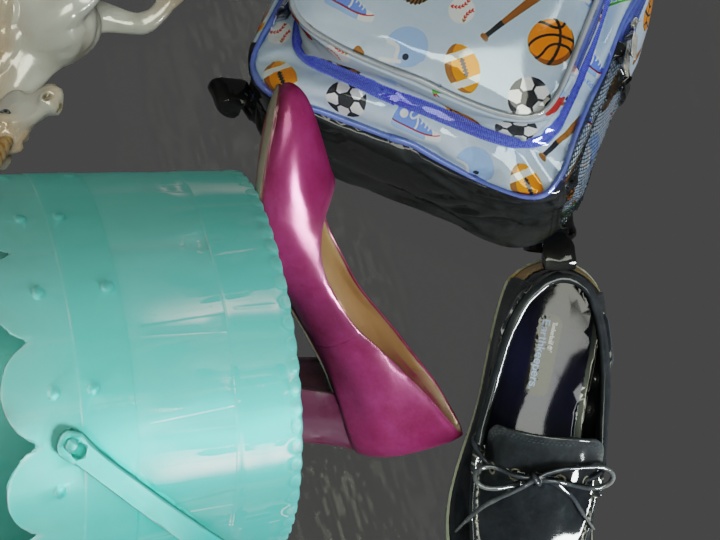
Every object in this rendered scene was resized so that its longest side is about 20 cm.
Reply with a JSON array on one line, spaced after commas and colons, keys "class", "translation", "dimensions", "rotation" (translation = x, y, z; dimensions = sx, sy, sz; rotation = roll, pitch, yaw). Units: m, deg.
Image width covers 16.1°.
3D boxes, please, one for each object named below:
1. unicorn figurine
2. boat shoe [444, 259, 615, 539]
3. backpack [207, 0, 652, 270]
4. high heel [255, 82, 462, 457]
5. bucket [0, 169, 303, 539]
[{"class": "unicorn figurine", "translation": [-0.153, -0.144, 1.246], "dimensions": [0.137, 0.074, 0.201], "rotation": [-29, 72, 4]}, {"class": "boat shoe", "translation": [0.084, 0.092, 1.231], "dimensions": [0.074, 0.062, 0.201], "rotation": [9, 85, -4]}, {"class": "backpack", "translation": [0.052, -0.131, 1.214], "dimensions": [0.199, 0.154, 0.191], "rotation": [24, 68, 4]}, {"class": "high heel", "translation": [0.000, 0.000, 1.198], "dimensions": [0.095, 0.068, 0.201], "rotation": [0, 127, 3]}, {"class": "bucket", "translation": [-0.112, 0.049, 1.157], "dimensions": [0.134, 0.207, 0.209], "rotation": [-5, 84, -15]}]
